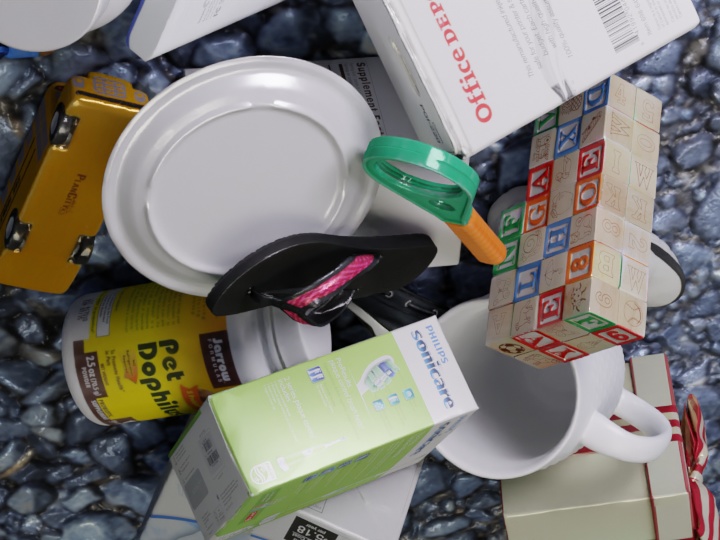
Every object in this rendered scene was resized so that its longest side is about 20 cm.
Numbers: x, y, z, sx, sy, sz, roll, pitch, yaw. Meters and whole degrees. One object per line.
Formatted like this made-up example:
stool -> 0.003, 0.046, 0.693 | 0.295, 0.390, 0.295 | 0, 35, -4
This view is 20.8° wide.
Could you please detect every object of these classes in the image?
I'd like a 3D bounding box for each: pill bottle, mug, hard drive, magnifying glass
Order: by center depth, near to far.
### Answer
pill bottle -> -0.180, -0.217, 1.230 | 0.115, 0.200, 0.116 | 4, 118, 7
hard drive -> -0.066, -0.220, 1.299 | 0.200, 0.025, 0.132 | -34, 159, -51
magnifying glass -> 0.061, -0.047, 1.390 | 0.079, 0.022, 0.200 | 12, 166, 27
pill bottle -> -0.129, 0.058, 1.565 | 0.199, 0.109, 0.109 | -10, 137, 17
mug -> 0.166, 0.099, 1.629 | 0.175, 0.200, 0.148 | -10, 127, -63

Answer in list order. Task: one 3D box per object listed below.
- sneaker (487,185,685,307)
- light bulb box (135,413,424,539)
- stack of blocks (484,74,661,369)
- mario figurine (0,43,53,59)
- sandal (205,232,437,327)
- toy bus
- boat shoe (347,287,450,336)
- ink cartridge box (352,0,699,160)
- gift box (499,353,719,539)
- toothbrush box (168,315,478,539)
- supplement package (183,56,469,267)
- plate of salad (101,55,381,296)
sneaker -> 0.193, 0.000, 1.634 | 0.200, 0.080, 0.074 | 18, 126, -30
light bulb box -> -0.075, 0.205, 1.676 | 0.198, 0.125, 0.200 | 24, 137, -2
stack of blocks -> 0.164, -0.037, 1.501 | 0.058, 0.201, 0.115 | 24, 152, -31
mario figurine -> -0.319, -0.177, 1.360 | 0.199, 0.106, 0.124 | -14, 100, -14
sandal -> -0.018, 0.009, 1.394 | 0.200, 0.045, 0.075 | -7, 148, -39
toy bus -> -0.221, -0.069, 1.468 | 0.065, 0.078, 0.200 | 13, 130, -23
boat shoe -> 0.001, 0.001, 1.599 | 0.199, 0.074, 0.066 | 41, 89, -24
ink cartridge box -> 0.108, -0.186, 1.347 | 0.200, 0.085, 0.146 | -30, 105, -13
gift box -> 0.225, 0.198, 1.771 | 0.186, 0.185, 0.200 | -9, 139, 8
toothbrush box -> -0.031, 0.125, 1.516 | 0.200, 0.086, 0.146 | -18, 164, -23
supplement package -> -0.029, -0.077, 1.475 | 0.199, 0.120, 0.121 | -4, 132, -9
plate of salad -> -0.082, -0.067, 1.356 | 0.199, 0.048, 0.200 | -10, 130, -13
